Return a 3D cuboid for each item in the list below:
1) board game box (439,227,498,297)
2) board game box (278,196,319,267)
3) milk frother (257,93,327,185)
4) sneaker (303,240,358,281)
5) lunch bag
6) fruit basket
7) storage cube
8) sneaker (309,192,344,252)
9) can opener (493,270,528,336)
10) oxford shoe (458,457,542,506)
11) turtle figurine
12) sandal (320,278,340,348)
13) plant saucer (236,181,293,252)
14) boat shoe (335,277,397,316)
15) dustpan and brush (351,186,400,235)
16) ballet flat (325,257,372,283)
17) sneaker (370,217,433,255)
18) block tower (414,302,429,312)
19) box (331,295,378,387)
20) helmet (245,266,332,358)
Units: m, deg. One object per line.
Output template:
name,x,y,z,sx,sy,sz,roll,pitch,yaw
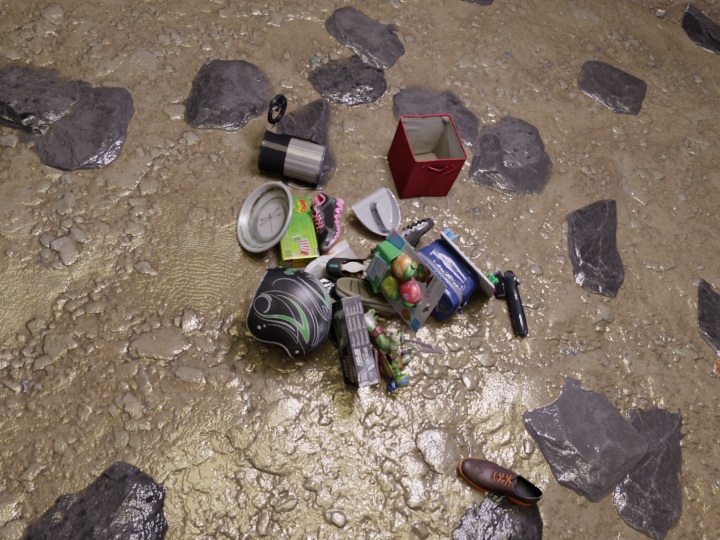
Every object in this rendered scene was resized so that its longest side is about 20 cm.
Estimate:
board game box,0.298,-0.019,1.419,0.026,0.200,0.200,-42,74,2
board game box,-0.181,-0.109,1.444,0.100,0.048,0.202,-5,62,-16
milk frother,-0.187,-0.380,1.510,0.185,0.201,0.183,13,55,-5
sneaker,-0.081,0.004,1.390,0.199,0.076,0.092,-39,79,-27
lunch bag,0.211,0.035,1.397,0.132,0.136,0.200,-34,71,-24
fruit basket,0.101,0.029,1.248,0.093,0.186,0.201,-16,58,-35
storage cube,0.196,-0.344,1.586,0.168,0.180,0.202,-6,63,-16
sneaker,-0.105,-0.139,1.443,0.095,0.079,0.202,29,43,-26
can opener,0.437,0.090,1.472,0.063,0.078,0.203,18,52,-49
oxford shoe,0.326,0.482,1.206,0.197,0.073,0.072,21,59,0
turtle figurine,0.096,0.175,1.292,0.195,0.201,0.143,51,29,22
sandal,-0.061,0.116,1.325,0.075,0.043,0.202,-24,85,-22
plant saucer,-0.248,-0.138,1.404,0.198,0.050,0.203,-13,66,31
boat shoe,0.020,0.077,1.345,0.197,0.069,0.075,18,39,-20
dustpan and brush,0.078,-0.130,1.504,0.139,0.057,0.202,-33,102,-25
ballet flat,0.000,0.000,1.371,0.198,0.068,0.069,0,88,-41
sneaker,0.130,-0.070,1.462,0.199,0.066,0.091,-32,101,-4
block tower,0.116,0.022,1.357,0.053,0.058,0.201,-21,66,-31
box,-0.019,0.168,1.223,0.049,0.158,0.203,-10,85,-15
helmet,-0.159,0.101,1.244,0.188,0.201,0.202,21,58,2
